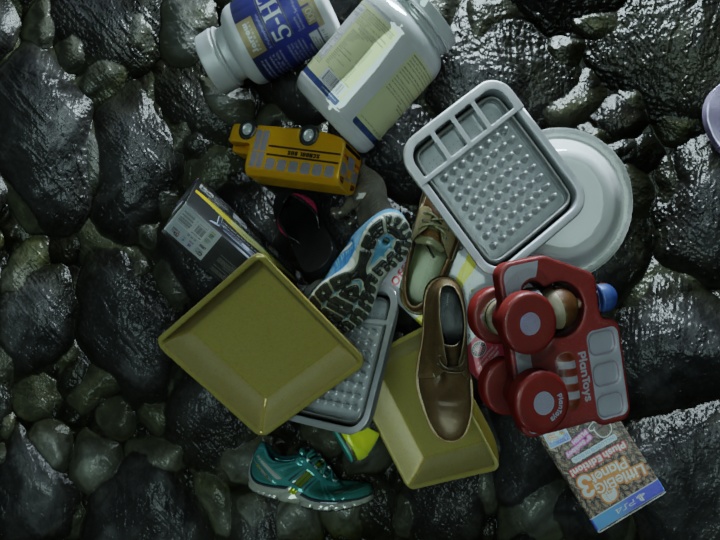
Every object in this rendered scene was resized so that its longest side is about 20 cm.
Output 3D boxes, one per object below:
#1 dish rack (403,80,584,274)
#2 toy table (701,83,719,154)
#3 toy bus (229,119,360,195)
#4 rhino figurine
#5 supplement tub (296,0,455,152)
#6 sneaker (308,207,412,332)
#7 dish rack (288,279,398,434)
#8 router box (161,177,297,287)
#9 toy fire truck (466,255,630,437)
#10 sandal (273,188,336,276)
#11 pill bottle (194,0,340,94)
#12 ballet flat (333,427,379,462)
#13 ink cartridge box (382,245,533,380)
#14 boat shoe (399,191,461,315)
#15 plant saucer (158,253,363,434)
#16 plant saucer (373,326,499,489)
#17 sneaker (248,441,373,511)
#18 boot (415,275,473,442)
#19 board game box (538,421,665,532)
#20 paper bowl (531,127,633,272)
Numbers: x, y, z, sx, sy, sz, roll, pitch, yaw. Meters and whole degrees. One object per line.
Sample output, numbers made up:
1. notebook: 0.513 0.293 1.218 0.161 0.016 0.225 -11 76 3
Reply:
1. dish rack: 0.162 -0.112 0.852 0.170 0.044 0.202 -36 85 -10
2. toy table: 0.547 -0.181 0.867 0.194 0.117 0.189 19 94 9
3. toy bus: -0.098 -0.163 0.987 0.194 0.065 0.081 10 83 25
4. rhino figurine: 0.005 -0.096 0.995 0.086 0.059 0.204 -31 72 21
5. supplement tub: 0.022 -0.283 0.947 0.145 0.145 0.200 45 98 6
6. sneaker: 0.000 0.000 0.921 0.078 0.090 0.201 37 109 -13
7. dish rack: -0.027 0.118 0.945 0.168 0.043 0.206 3 69 36
8. router box: -0.173 -0.028 0.949 0.052 0.158 0.199 -44 108 9
9. toy fire truck: 0.221 0.084 0.783 0.163 0.112 0.207 -10 93 -13
10. sandal: -0.085 -0.071 0.966 0.075 0.045 0.201 -40 39 8
11. pill bottle: -0.134 -0.343 0.989 0.196 0.120 0.122 -27 86 10
12. ballet flat: -0.043 0.185 1.014 0.066 0.067 0.202 -35 81 -12
13. ink cartridge box: 0.141 0.030 0.962 0.199 0.083 0.146 42 97 8
14. boat shoe: 0.099 -0.040 0.889 0.073 0.074 0.207 13 92 10
15. plant saucer: -0.125 0.092 0.881 0.198 0.049 0.200 -36 110 21
16. plant saucer: 0.091 0.189 0.953 0.199 0.048 0.204 -33 83 49
17. sneaker: -0.074 0.306 1.015 0.193 0.077 0.082 9 84 10
18. boot: 0.103 0.112 0.829 0.071 0.075 0.207 -4 93 0
19. board game box: 0.286 0.202 0.900 0.096 0.159 0.203 -33 85 10
20. paper bowl: 0.266 -0.088 0.928 0.194 0.104 0.208 0 92 9
